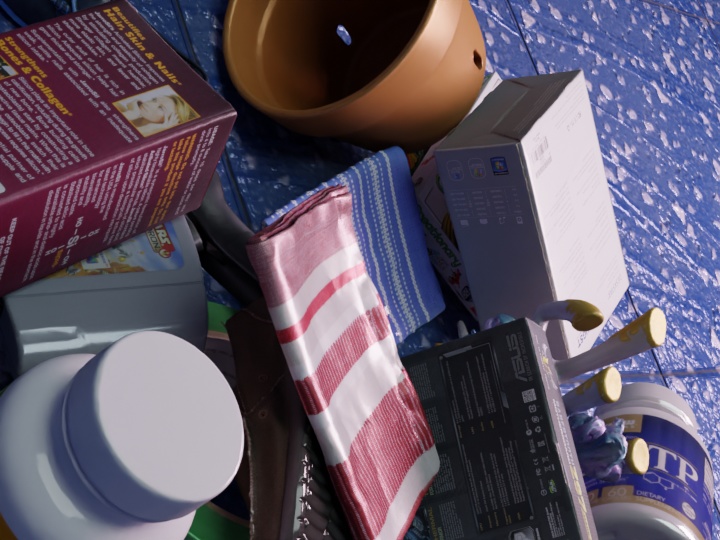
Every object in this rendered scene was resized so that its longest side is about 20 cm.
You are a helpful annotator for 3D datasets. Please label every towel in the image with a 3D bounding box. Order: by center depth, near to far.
[{"bbox_3d":[-0.004,0.057,0.800,0.144,0.023,0.202,-46,118,-68],"label":"towel"},{"bbox_3d":[0.000,0.000,1.017,0.200,0.024,0.146,-35,115,-54],"label":"towel"}]

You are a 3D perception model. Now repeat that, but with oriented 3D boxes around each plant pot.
[{"bbox_3d":[0.010,-0.183,1.086,0.140,0.199,0.202,33,40,-52],"label":"plant pot"}]

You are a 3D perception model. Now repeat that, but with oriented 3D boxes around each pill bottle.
[{"bbox_3d":[-0.149,0.108,0.667,0.111,0.199,0.112,28,45,-32],"label":"pill bottle"},{"bbox_3d":[0.219,0.180,1.089,0.120,0.119,0.200,47,29,-12],"label":"pill bottle"}]

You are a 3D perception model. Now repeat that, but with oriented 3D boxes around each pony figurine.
[{"bbox_3d":[0.115,0.111,1.001,0.166,0.199,0.195,34,57,-36],"label":"pony figurine"}]

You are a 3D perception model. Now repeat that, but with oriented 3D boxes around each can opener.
[{"bbox_3d":[-0.079,-0.002,0.902,0.199,0.064,0.079,37,65,16],"label":"can opener"}]

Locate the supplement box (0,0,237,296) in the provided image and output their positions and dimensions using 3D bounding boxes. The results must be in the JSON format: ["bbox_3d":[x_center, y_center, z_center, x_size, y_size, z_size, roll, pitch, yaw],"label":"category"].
[{"bbox_3d":[-0.182,-0.067,0.766,0.110,0.086,0.199,44,43,17],"label":"supplement box"}]

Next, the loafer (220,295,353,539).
[{"bbox_3d":[-0.048,0.099,0.788,0.073,0.070,0.201,55,25,-45],"label":"loafer"}]

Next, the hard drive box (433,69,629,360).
[{"bbox_3d":[0.144,-0.039,1.112,0.156,0.076,0.202,-45,125,-51],"label":"hard drive box"}]

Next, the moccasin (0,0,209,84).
[{"bbox_3d":[-0.183,-0.186,0.955,0.200,0.068,0.081,41,39,-19],"label":"moccasin"}]

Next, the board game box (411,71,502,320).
[{"bbox_3d":[0.109,-0.068,1.197,0.127,0.034,0.201,51,43,-19],"label":"board game box"}]

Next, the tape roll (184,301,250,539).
[{"bbox_3d":[-0.080,0.109,0.834,0.199,0.048,0.201,28,33,-20],"label":"tape roll"}]

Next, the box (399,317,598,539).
[{"bbox_3d":[0.067,0.150,0.900,0.051,0.156,0.202,31,43,-62],"label":"box"}]

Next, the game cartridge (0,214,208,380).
[{"bbox_3d":[-0.170,-0.023,0.822,0.132,0.042,0.201,-8,53,-31],"label":"game cartridge"}]

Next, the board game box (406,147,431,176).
[{"bbox_3d":[0.066,-0.165,1.259,0.104,0.023,0.202,13,55,-40],"label":"board game box"}]
